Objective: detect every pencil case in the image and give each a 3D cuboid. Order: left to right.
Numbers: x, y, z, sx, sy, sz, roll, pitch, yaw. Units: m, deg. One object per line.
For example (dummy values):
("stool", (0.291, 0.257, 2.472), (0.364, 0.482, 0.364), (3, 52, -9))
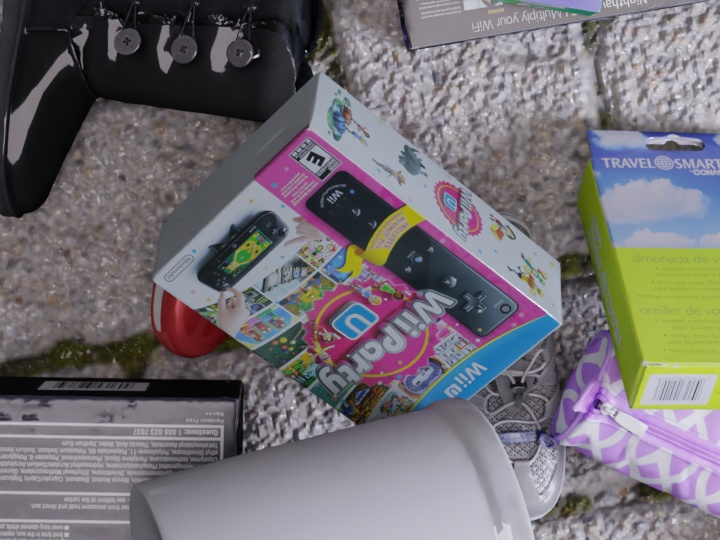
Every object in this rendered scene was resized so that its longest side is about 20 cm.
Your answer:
("pencil case", (0.216, 0.107, 1.356), (0.200, 0.085, 0.084), (24, 90, -5))

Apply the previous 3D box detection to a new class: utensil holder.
("utensil holder", (-0.018, 0.175, 1.256), (0.200, 0.170, 0.170), (-11, 94, -15))

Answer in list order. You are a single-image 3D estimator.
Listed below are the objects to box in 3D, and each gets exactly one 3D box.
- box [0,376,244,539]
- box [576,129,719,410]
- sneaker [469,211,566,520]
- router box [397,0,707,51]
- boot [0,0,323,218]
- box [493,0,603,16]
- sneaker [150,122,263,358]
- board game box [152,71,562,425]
("box", (-0.175, 0.170, 1.378), (0.200, 0.123, 0.199), (2, 92, -2))
("box", (0.208, -0.002, 1.355), (0.122, 0.200, 0.048), (1, 136, -10))
("sneaker", (0.090, 0.064, 1.395), (0.075, 0.082, 0.200), (-9, 94, 0))
("router box", (0.114, -0.233, 1.392), (0.200, 0.052, 0.158), (-9, 94, 0))
("boot", (-0.129, -0.108, 1.377), (0.200, 0.066, 0.165), (5, 93, 7))
("box", (0.106, -0.264, 1.340), (0.117, 0.048, 0.200), (8, 92, -2))
("sneaker", (-0.047, -0.018, 1.365), (0.078, 0.115, 0.200), (27, 95, -44))
("board game box", (0.000, 0.000, 1.304), (0.200, 0.064, 0.148), (36, 120, -22))
